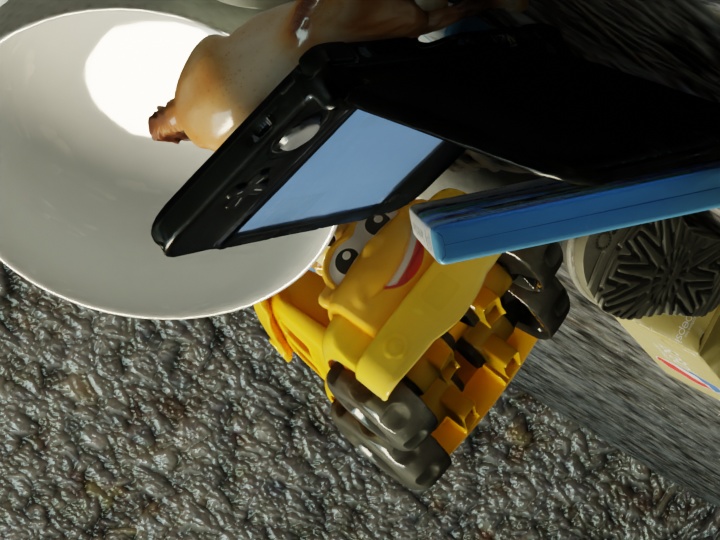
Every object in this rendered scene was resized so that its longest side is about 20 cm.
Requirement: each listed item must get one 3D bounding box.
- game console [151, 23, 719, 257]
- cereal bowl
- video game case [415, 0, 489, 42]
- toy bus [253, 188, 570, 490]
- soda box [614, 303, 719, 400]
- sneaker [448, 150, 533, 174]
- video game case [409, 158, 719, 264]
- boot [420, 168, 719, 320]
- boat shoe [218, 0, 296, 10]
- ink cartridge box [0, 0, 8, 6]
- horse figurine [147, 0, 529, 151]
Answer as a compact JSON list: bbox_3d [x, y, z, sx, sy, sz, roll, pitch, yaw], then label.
[{"bbox_3d":[0.045,-0.036,1.006,0.117,0.176,0.200,54,-150,14],"label":"game console"},{"bbox_3d":[-0.101,-0.073,1.187,0.200,0.200,0.084,31,-142,-22],"label":"cereal bowl"},{"bbox_3d":[0.013,-0.121,1.222,0.200,0.018,0.143,26,176,40],"label":"video game case"},{"bbox_3d":[0.000,0.000,1.288,0.192,0.136,0.200,39,171,15],"label":"toy bus"},{"bbox_3d":[0.213,0.031,1.515,0.068,0.064,0.200,28,177,22],"label":"soda box"},{"bbox_3d":[0.034,-0.071,1.346,0.200,0.085,0.073,24,172,43],"label":"sneaker"},{"bbox_3d":[0.096,-0.031,1.084,0.142,0.018,0.200,-11,-176,-1],"label":"video game case"},{"bbox_3d":[0.099,-0.041,1.384,0.200,0.073,0.182,34,-175,31],"label":"boot"},{"bbox_3d":[-0.077,-0.173,1.119,0.073,0.062,0.200,-8,-154,-33],"label":"boat shoe"},{"bbox_3d":[-0.203,-0.174,1.240,0.145,0.088,0.200,-8,143,45],"label":"ink cartridge box"},{"bbox_3d":[-0.022,-0.092,1.034,0.132,0.200,0.050,-5,-110,-59],"label":"horse figurine"}]
